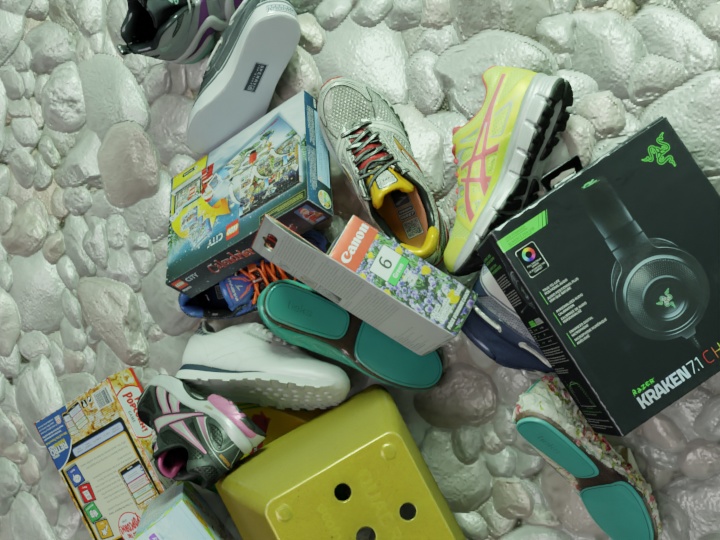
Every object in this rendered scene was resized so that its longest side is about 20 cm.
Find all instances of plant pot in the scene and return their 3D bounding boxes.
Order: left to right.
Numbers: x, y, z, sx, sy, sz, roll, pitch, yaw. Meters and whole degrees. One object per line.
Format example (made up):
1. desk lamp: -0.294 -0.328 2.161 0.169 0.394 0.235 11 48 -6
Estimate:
1. plant pot: -0.007 0.237 0.911 0.198 0.176 0.202 -28 86 -10

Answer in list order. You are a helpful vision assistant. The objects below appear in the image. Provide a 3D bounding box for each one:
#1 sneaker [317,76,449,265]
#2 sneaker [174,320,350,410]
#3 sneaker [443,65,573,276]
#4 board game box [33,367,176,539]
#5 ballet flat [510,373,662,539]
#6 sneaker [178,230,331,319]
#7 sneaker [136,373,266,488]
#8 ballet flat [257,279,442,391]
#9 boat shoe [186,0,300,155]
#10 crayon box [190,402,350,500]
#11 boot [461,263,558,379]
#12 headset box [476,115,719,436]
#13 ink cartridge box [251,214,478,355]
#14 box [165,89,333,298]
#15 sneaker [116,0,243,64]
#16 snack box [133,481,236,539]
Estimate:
1. sneaker: 0.024 -0.095 0.917 0.077 0.082 0.201 -32 87 4
2. sneaker: -0.099 0.093 1.017 0.197 0.081 0.077 5 148 23
3. sneaker: 0.115 -0.092 0.890 0.090 0.078 0.202 32 108 28
4. board game box: -0.294 0.241 1.192 0.151 0.046 0.202 -29 87 30
5. ballet flat: 0.213 0.169 0.882 0.075 0.064 0.200 -20 118 44
6. sneaker: -0.108 0.015 1.024 0.198 0.078 0.076 -22 91 30
7. sneaker: -0.185 0.166 0.999 0.199 0.087 0.081 0 134 55
8. ballet flat: -0.011 0.063 0.982 0.198 0.070 0.068 24 80 -8
9. boat shoe: -0.125 -0.203 0.996 0.201 0.071 0.068 -54 40 40
10. crayon box: -0.091 0.199 1.071 0.198 0.051 0.129 16 108 24
11. boot: 0.183 0.069 0.894 0.199 0.073 0.091 39 138 12
12. headset box: 0.214 0.001 0.795 0.173 0.093 0.201 -32 84 -4
13. ink cartridge box: 0.000 0.000 0.905 0.199 0.051 0.109 33 161 -4
14. box: -0.115 -0.075 0.990 0.199 0.038 0.138 -27 51 31
15. sneaker: -0.165 -0.276 0.955 0.078 0.140 0.200 48 119 11
16. snack box: -0.160 0.311 1.037 0.067 0.200 0.169 -38 92 -12
